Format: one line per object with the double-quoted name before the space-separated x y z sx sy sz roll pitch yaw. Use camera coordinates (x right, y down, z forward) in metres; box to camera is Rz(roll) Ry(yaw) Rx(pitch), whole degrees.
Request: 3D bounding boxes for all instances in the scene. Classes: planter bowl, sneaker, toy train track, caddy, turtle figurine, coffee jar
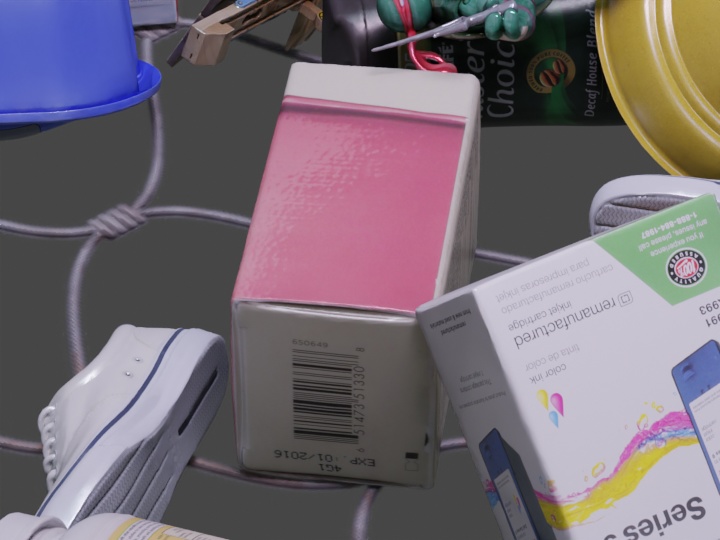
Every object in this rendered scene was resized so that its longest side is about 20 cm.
"planter bowl" 0.239 -0.141 1.703 0.199 0.083 0.202 7 74 -25
"sneaker" -0.135 0.097 1.534 0.070 0.073 0.200 6 32 20
"toy train track" -0.034 -0.159 1.767 0.032 0.115 0.200 36 38 17
"caddy" -0.218 -0.127 1.751 0.199 0.106 0.141 -3 20 -3
"sneaker" 0.226 -0.022 1.661 0.199 0.073 0.071 11 33 -2
"turtle figurine" 0.076 -0.180 1.664 0.199 0.101 0.150 -23 64 -12
"coffee jar" 0.076 -0.132 1.756 0.199 0.105 0.085 -6 34 -7

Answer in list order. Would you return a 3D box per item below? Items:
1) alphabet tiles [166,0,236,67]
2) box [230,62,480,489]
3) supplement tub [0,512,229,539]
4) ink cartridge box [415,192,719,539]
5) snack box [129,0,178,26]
"alphabet tiles" -0.037 -0.201 1.797 0.008 0.167 0.200 46 59 1
"box" 0.000 0.000 1.590 0.108 0.128 0.201 5 42 6
"supplement tub" -0.080 0.193 1.362 0.199 0.146 0.146 13 43 13
"ink cartridge box" 0.136 0.082 1.454 0.145 0.087 0.201 -20 89 -22
"snack box" -0.220 -0.209 1.876 0.199 0.053 0.143 -5 43 -6
